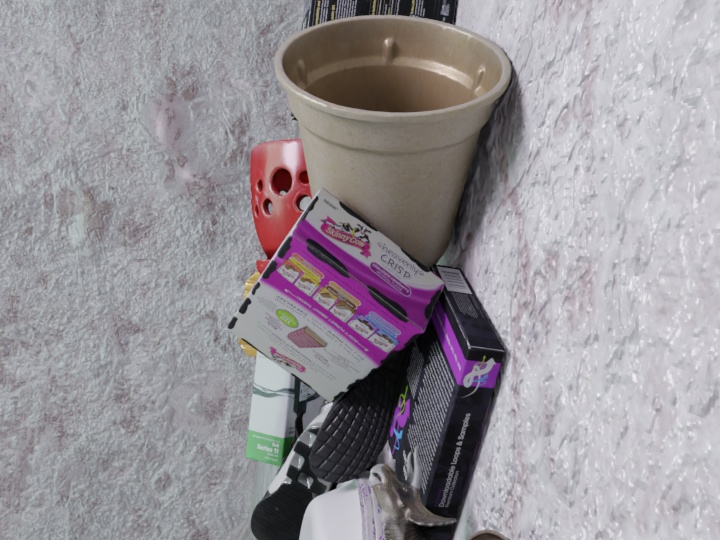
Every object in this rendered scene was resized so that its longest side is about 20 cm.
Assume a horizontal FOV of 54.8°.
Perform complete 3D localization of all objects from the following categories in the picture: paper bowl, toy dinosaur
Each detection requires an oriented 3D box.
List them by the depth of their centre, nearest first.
[{"bbox_3d":[0.045,0.252,0.534,0.076,0.101,0.204,14,126,57],"label":"toy dinosaur"},{"bbox_3d":[-0.010,0.314,0.728,0.200,0.102,0.206,-172,90,-80],"label":"paper bowl"}]

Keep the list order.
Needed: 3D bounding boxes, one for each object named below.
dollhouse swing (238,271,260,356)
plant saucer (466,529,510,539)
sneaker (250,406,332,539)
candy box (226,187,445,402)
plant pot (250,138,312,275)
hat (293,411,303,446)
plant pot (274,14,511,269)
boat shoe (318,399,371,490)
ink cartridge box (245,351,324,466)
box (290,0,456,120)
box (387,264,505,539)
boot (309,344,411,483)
[{"bbox_3d":[-0.144,0.094,1.360,0.182,0.171,0.205,177,100,-79],"label":"dollhouse swing"},{"bbox_3d":[0.091,0.265,0.417,0.200,0.031,0.206,-173,90,-80],"label":"plant saucer"},{"bbox_3d":[-0.065,0.252,0.845,0.202,0.073,0.089,-58,-3,21],"label":"sneaker"},{"bbox_3d":[-0.031,0.033,0.639,0.200,0.135,0.062,-45,11,52],"label":"candy box"},{"bbox_3d":[-0.058,-0.073,0.961,0.200,0.195,0.188,-174,87,-79],"label":"plant pot"},{"bbox_3d":[-0.064,0.319,1.055,0.201,0.079,0.206,-179,90,-85],"label":"hat"},{"bbox_3d":[0.025,-0.104,0.633,0.203,0.195,0.187,-97,6,-50],"label":"plant pot"},{"bbox_3d":[-0.015,0.261,0.895,0.074,0.074,0.205,40,-129,-65],"label":"boat shoe"},{"bbox_3d":[-0.117,0.220,1.204,0.146,0.081,0.206,9,-94,-60],"label":"ink cartridge box"},{"bbox_3d":[0.015,-0.260,0.775,0.086,0.160,0.205,-149,66,-77],"label":"box"},{"bbox_3d":[0.068,0.118,0.612,0.144,0.035,0.204,-105,25,-64],"label":"box"},{"bbox_3d":[0.006,0.132,0.774,0.202,0.069,0.132,-57,7,-7],"label":"boot"}]
